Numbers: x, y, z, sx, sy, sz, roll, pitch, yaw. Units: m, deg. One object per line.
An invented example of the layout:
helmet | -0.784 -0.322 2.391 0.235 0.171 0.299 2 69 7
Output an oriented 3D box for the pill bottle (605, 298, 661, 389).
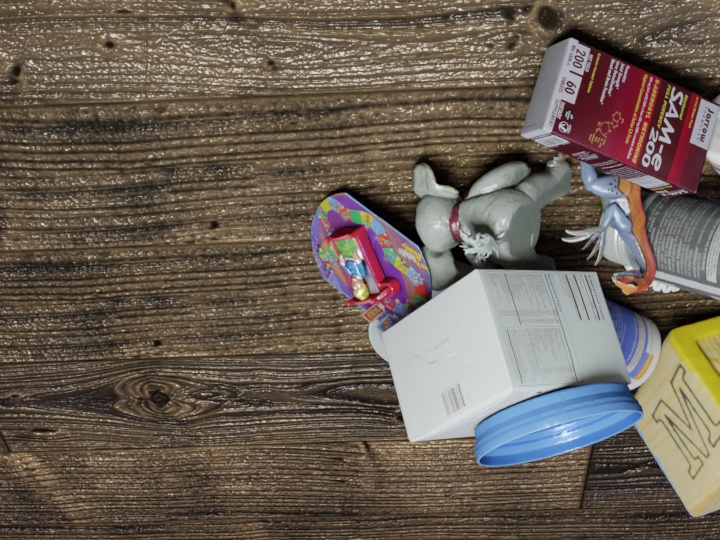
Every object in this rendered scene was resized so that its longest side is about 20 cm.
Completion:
pill bottle | 0.305 0.084 1.579 0.199 0.112 0.112 24 134 -25

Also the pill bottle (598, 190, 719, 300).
pill bottle | 0.392 -0.034 1.373 0.200 0.113 0.113 20 158 44

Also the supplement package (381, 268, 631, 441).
supplement package | 0.171 0.102 1.367 0.199 0.148 0.191 1 155 -37

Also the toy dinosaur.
toy dinosaur | 0.298 -0.072 1.325 0.182 0.105 0.200 50 128 11

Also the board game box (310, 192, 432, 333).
board game box | 0.000 0.000 1.437 0.200 0.039 0.158 37 139 21

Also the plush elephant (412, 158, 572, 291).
plush elephant | 0.138 -0.057 1.392 0.200 0.154 0.166 -14 114 -46

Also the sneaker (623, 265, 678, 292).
sneaker | 0.433 -0.015 1.503 0.199 0.075 0.081 6 131 -19

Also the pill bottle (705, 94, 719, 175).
pill bottle | 0.484 -0.121 1.339 0.111 0.111 0.200 -27 133 28

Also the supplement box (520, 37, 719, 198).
supplement box | 0.288 -0.166 1.269 0.199 0.109 0.061 19 173 -17

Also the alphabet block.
alphabet block | 0.522 0.192 1.607 0.194 0.197 0.200 -15 144 -20

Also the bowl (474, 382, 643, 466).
bowl | 0.226 0.178 1.333 0.200 0.040 0.201 -14 160 -5

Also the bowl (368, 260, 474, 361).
bowl | 0.108 0.048 1.551 0.200 0.091 0.202 -1 140 -1
